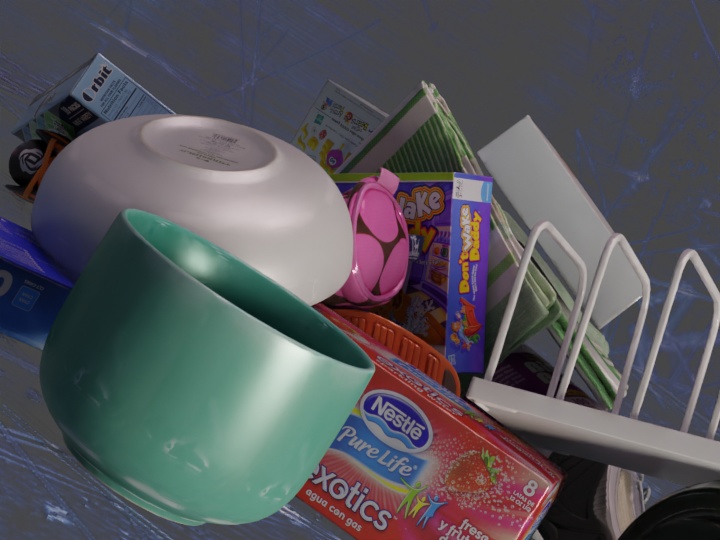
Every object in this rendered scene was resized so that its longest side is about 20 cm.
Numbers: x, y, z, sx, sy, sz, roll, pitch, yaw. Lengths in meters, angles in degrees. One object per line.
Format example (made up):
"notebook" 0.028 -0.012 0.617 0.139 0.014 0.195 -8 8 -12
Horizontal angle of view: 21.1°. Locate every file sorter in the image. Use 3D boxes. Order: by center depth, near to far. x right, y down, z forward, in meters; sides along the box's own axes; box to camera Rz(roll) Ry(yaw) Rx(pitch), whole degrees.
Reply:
"file sorter" 0.190 0.058 1.164 0.198 0.126 0.139 13 -12 24

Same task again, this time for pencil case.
"pencil case" -0.062 -0.013 1.310 0.199 0.095 0.091 -6 -19 30

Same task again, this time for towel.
"towel" 0.048 -0.012 1.375 0.023 0.152 0.201 0 56 -49
"towel" 0.151 0.024 1.486 0.153 0.023 0.200 53 8 -5

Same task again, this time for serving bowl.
"serving bowl" -0.096 -0.047 1.166 0.198 0.066 0.200 10 24 -5

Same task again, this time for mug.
"mug" -0.073 0.064 0.981 0.184 0.115 0.152 30 6 -28

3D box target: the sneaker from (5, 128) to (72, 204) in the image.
"sneaker" -0.223 -0.061 1.436 0.111 0.078 0.200 30 -5 12

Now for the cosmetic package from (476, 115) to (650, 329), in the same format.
"cosmetic package" 0.152 -0.036 1.430 0.151 0.052 0.200 53 6 3

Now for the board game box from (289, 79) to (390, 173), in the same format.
"board game box" -0.018 -0.038 1.624 0.105 0.201 0.103 36 7 36

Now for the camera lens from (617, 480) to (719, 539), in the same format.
"camera lens" 0.241 0.220 1.125 0.199 0.161 0.160 27 8 -42

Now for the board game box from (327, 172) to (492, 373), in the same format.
"board game box" 0.000 0.000 1.368 0.199 0.136 0.045 1 -2 42

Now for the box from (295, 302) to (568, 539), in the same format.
"box" 0.016 0.108 1.163 0.199 0.096 0.100 34 5 12

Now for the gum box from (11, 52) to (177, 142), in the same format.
"gum box" -0.166 -0.078 1.534 0.200 0.045 0.170 39 -20 -17

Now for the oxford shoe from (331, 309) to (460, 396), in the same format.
"oxford shoe" -0.032 0.060 1.276 0.198 0.072 0.073 16 -11 -8

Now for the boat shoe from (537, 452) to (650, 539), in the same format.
"boat shoe" 0.166 0.181 1.323 0.065 0.074 0.203 44 21 -24

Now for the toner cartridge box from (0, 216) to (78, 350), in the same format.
"toner cartridge box" -0.203 0.004 1.119 0.199 0.043 0.095 27 9 -39

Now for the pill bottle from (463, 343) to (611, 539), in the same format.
"pill bottle" 0.117 0.118 1.509 0.112 0.113 0.200 27 9 -40
